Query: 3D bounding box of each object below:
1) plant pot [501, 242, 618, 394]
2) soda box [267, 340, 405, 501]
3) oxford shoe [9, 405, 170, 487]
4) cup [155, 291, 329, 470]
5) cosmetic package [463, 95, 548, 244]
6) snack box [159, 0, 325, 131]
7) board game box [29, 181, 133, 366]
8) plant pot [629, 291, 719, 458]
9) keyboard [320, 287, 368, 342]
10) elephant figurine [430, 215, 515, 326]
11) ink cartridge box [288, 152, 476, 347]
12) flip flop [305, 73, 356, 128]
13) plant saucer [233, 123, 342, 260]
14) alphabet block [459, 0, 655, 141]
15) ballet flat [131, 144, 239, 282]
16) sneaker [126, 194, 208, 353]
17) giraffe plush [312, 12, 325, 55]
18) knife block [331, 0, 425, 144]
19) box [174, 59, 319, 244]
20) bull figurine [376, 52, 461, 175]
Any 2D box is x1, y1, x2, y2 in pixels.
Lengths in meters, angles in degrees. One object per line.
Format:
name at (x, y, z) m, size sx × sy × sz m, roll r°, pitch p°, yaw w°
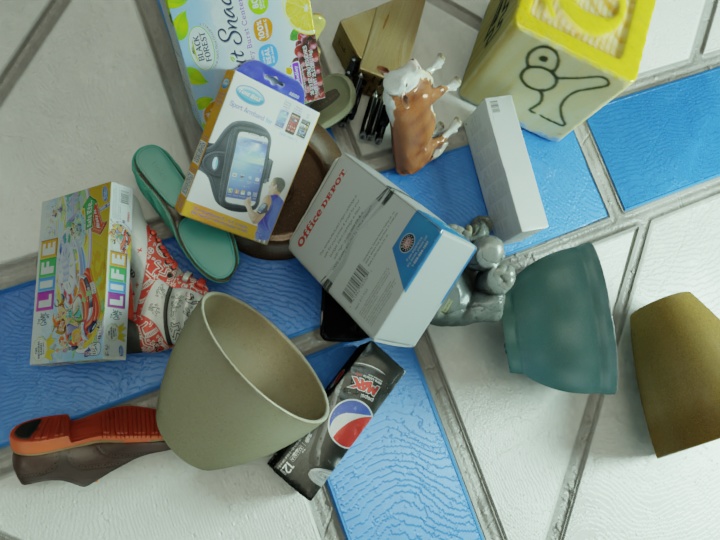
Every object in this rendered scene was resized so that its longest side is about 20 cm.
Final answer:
plant pot at (0.258, 0.072, 0.866) m, size 0.132 × 0.200 × 0.204 m, roll -8°, pitch 79°, yaw 12°
soda box at (-0.030, 0.188, 0.818) m, size 0.063 × 0.071 × 0.201 m, roll 40°, pitch 72°, yaw -4°
oxford shoe at (-0.303, 0.211, 0.759) m, size 0.197 × 0.071 × 0.074 m, roll 0°, pitch 107°, yaw -17°
cup at (-0.156, 0.146, 0.750) m, size 0.143 × 0.200 × 0.200 m, roll -44°, pitch 91°, yaw 8°
cosmetic package at (0.213, -0.146, 0.944) m, size 0.050 × 0.082 × 0.203 m, roll -11°, pitch 82°, yaw -18°
snack box at (-0.141, -0.288, 0.765) m, size 0.167 × 0.202 × 0.068 m, roll -20°, pitch 39°, yaw -16°
board game box at (-0.331, 0.008, 0.758) m, size 0.133 × 0.034 × 0.204 m, roll -9°, pitch 77°, yaw 30°
plant pot at (0.473, 0.140, 0.911) m, size 0.183 × 0.187 × 0.203 m, roll -10°, pitch 67°, yaw -16°
keyboard at (0.000, 0.000, 0.893) m, size 0.102 × 0.040 × 0.204 m, roll 1°, pitch 78°, yaw 10°
elephant figurine at (0.123, -0.001, 0.868) m, size 0.152 × 0.200 × 0.144 m, roll 6°, pitch 102°, yaw -7°
ink cartridge box at (0.019, -0.028, 0.778) m, size 0.085 × 0.200 × 0.148 m, roll 18°, pitch 110°, yaw -46°
flip flop at (-0.093, -0.199, 0.869) m, size 0.199 × 0.058 × 0.082 m, roll -33°, pitch 89°, yaw 7°
plant saucer at (-0.111, -0.110, 0.839) m, size 0.197 × 0.037 × 0.204 m, roll -2°, pitch 102°, yaw -10°
alphabet block at (0.285, -0.343, 0.941) m, size 0.193 × 0.200 × 0.199 m, roll 21°, pitch 74°, yaw -9°
ballet flat at (-0.222, -0.071, 0.825) m, size 0.067 × 0.070 × 0.201 m, roll -35°, pitch 91°, yaw -17°
sneaker at (-0.249, -0.001, 0.807) m, size 0.106 × 0.067 × 0.205 m, roll -4°, pitch 83°, yaw -16°
giraffe plush at (-0.135, -0.327, 0.865) m, size 0.160 × 0.172 × 0.204 m, roll 6°, pitch 85°, yaw -20°
knife block at (0.042, -0.293, 0.942) m, size 0.198 × 0.064 × 0.177 m, roll -28°, pitch 87°, yaw -18°
box at (-0.132, -0.144, 0.772) m, size 0.118 × 0.041 × 0.202 m, roll 18°, pitch 100°, yaw -32°
bull figurine at (0.080, -0.221, 0.878) m, size 0.121 × 0.201 × 0.065 m, roll -33°, pitch 59°, yaw -18°
